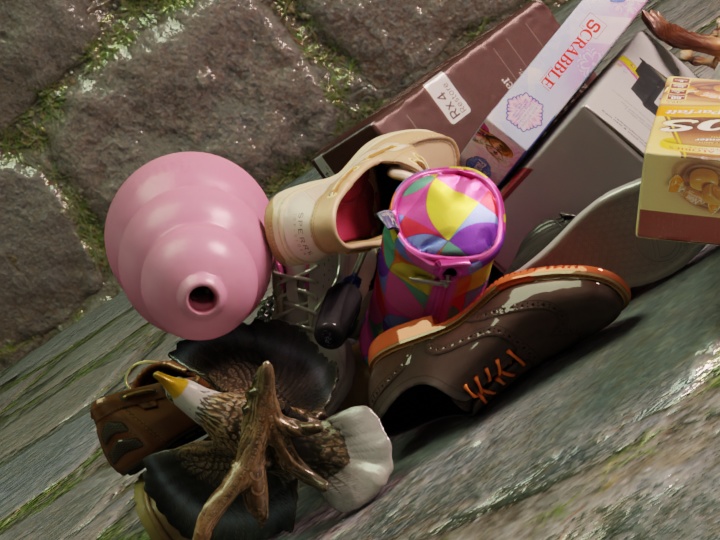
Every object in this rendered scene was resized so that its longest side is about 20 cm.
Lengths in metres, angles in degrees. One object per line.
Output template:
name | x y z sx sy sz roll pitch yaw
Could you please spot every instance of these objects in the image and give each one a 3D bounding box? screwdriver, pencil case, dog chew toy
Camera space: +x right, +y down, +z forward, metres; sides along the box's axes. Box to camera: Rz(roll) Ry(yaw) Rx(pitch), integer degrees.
screwdriver | 0.000 0.000 1.409 0.028 0.029 0.200 -12 22 21
pencil case | 0.047 0.008 1.341 0.088 0.088 0.200 -39 -18 -22
dog chew toy | -0.116 -0.010 1.353 0.125 0.125 0.200 -35 18 4

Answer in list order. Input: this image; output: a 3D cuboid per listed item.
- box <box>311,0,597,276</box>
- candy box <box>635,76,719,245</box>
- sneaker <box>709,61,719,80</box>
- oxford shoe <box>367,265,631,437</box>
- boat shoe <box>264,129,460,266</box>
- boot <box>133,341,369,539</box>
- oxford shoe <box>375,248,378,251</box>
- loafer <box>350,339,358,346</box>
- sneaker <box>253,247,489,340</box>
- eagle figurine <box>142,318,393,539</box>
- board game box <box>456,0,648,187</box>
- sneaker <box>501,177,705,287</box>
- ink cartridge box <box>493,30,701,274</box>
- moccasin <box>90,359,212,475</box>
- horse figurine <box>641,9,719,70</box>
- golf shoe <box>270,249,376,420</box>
box | 0.100 -0.098 1.673 0.200 0.166 0.164 -38 6 -21
candy box | 0.233 -0.067 1.166 0.115 0.055 0.200 6 19 11
sneaker | 0.298 -0.127 1.390 0.085 0.073 0.200 -57 8 -24
oxford shoe | 0.090 0.058 1.263 0.200 0.071 0.073 -26 40 33
boat shoe | 0.019 -0.051 1.381 0.069 0.074 0.200 -1 21 40
boot | -0.063 0.123 1.449 0.200 0.066 0.175 -32 9 16
oxford shoe | 0.017 -0.021 1.603 0.058 0.075 0.200 -29 21 -28
loafer | -0.021 0.057 1.616 0.068 0.070 0.201 -38 5 33
sneaker | 0.012 0.038 1.527 0.200 0.093 0.070 -24 30 18
eagle figurine | -0.078 0.107 1.303 0.152 0.151 0.200 -27 0 -10
board game box | 0.144 -0.141 1.499 0.200 0.041 0.200 -51 -1 -18
sneaker | 0.168 -0.024 1.319 0.200 0.071 0.099 -36 12 28
ink cartridge box | 0.178 -0.082 1.470 0.146 0.083 0.200 -49 0 30
moccasin | -0.149 0.099 1.508 0.074 0.078 0.201 -33 -4 30
horse figurine | 0.322 -0.178 1.491 0.200 0.050 0.133 -2 11 -4
golf shoe | -0.043 0.029 1.417 0.075 0.092 0.200 -9 45 19
